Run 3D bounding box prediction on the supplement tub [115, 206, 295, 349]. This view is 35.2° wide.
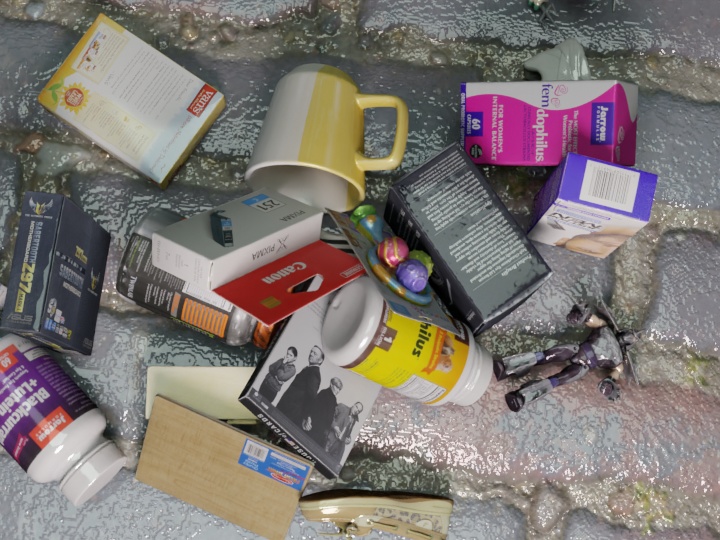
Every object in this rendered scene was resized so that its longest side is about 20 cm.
[{"bbox_3d":[-0.184,0.013,1.376,0.199,0.123,0.123,23,79,2],"label":"supplement tub"}]

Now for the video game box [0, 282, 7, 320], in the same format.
[{"bbox_3d":[-0.494,0.085,1.323,0.047,0.182,0.201,31,79,4],"label":"video game box"}]

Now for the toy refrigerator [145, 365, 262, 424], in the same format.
[{"bbox_3d":[-0.155,0.154,1.374,0.198,0.076,0.071,1,79,-2],"label":"toy refrigerator"}]

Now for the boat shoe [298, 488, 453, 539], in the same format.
[{"bbox_3d":[0.021,0.292,1.330,0.198,0.073,0.063,8,85,-23],"label":"boat shoe"}]

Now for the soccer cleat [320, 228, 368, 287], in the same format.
[{"bbox_3d":[0.000,0.000,1.415,0.199,0.069,0.086,28,51,-4],"label":"soccer cleat"}]

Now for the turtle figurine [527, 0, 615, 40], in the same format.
[{"bbox_3d":[0.288,-0.413,1.490,0.148,0.101,0.202,-14,74,-4],"label":"turtle figurine"}]

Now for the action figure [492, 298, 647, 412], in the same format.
[{"bbox_3d":[0.266,0.111,1.400,0.198,0.069,0.131,-21,71,-10],"label":"action figure"}]

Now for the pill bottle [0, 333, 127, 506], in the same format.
[{"bbox_3d":[-0.373,0.178,1.343,0.111,0.111,0.200,-44,83,-9],"label":"pill bottle"}]

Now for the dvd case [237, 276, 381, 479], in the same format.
[{"bbox_3d":[-0.043,0.120,1.339,0.150,0.025,0.201,44,50,-18],"label":"dvd case"}]

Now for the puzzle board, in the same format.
[{"bbox_3d":[-0.162,0.234,1.338,0.199,0.151,0.017,23,37,2],"label":"puzzle board"}]

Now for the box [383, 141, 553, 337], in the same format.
[{"bbox_3d":[0.126,-0.032,1.383,0.104,0.148,0.201,-34,83,-8],"label":"box"}]

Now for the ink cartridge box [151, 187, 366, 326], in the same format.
[{"bbox_3d":[-0.106,-0.023,1.291,0.175,0.200,0.045,25,122,28],"label":"ink cartridge box"}]

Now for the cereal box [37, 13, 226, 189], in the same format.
[{"bbox_3d":[-0.293,-0.217,1.460,0.199,0.040,0.144,35,80,4],"label":"cereal box"}]

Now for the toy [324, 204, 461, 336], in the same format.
[{"bbox_3d":[0.045,-0.014,1.326,0.047,0.115,0.200,-55,43,18],"label":"toy"}]

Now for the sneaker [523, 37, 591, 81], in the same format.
[{"bbox_3d":[0.264,-0.194,1.463,0.099,0.078,0.202,-18,72,3],"label":"sneaker"}]

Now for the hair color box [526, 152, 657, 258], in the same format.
[{"bbox_3d":[0.274,-0.074,1.367,0.108,0.200,0.065,15,81,1],"label":"hair color box"}]

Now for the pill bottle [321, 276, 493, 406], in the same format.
[{"bbox_3d":[0.059,0.091,1.345,0.199,0.109,0.110,26,77,-29],"label":"pill bottle"}]

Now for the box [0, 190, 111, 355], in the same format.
[{"bbox_3d":[-0.352,0.008,1.333,0.051,0.200,0.159,6,78,4],"label":"box"}]

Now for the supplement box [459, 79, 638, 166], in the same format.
[{"bbox_3d":[0.229,-0.179,1.386,0.198,0.103,0.102,3,96,27],"label":"supplement box"}]

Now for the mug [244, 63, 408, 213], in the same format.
[{"bbox_3d":[-0.041,-0.166,1.414,0.185,0.150,0.155,10,70,-4],"label":"mug"}]
